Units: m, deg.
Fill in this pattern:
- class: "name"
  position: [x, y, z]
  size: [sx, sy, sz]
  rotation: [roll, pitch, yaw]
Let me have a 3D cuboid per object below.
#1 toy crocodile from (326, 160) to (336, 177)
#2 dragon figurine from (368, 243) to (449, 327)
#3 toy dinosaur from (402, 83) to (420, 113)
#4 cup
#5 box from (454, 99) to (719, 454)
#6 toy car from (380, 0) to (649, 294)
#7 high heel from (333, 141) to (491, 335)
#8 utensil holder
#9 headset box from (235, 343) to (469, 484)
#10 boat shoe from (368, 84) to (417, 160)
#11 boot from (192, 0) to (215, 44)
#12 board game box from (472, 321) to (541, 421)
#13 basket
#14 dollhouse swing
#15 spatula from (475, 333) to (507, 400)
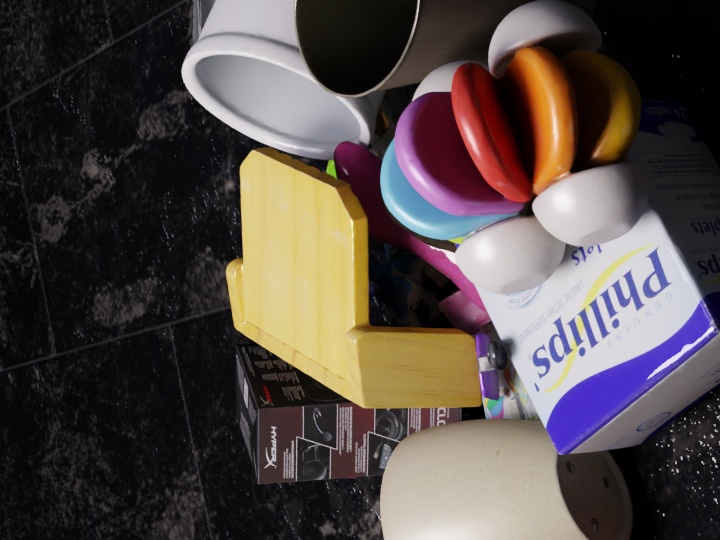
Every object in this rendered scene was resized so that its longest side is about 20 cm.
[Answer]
- class: "toy crocodile"
  position: [-0.024, -0.050, 1.793]
  size: [0.200, 0.062, 0.068]
  rotation: [-52, 20, 43]
- class: "dragon figurine"
  position: [0.029, -0.004, 1.684]
  size: [0.099, 0.059, 0.200]
  rotation: [43, 159, 20]
- class: "toy dinosaur"
  position: [0.075, -0.123, 1.579]
  size: [0.200, 0.077, 0.103]
  rotation: [-127, 37, -54]
- class: "cup"
  position: [0.135, 0.200, 1.524]
  size: [0.143, 0.200, 0.201]
  rotation: [-29, 73, 35]
- class: "box"
  position: [0.195, 0.006, 1.404]
  size: [0.184, 0.105, 0.200]
  rotation: [-45, 61, 39]
- class: "toy car"
  position: [0.095, -0.086, 1.322]
  size: [0.200, 0.150, 0.176]
  rotation: [-33, 67, 42]
- class: "high heel"
  position: [0.065, -0.043, 1.549]
  size: [0.200, 0.067, 0.096]
  rotation: [48, 133, -5]
- class: "utensil holder"
  position: [-0.038, -0.222, 1.601]
  size: [0.170, 0.170, 0.200]
  rotation: [-14, 50, 57]
- class: "headset box"
  position: [-0.005, 0.120, 1.675]
  size: [0.149, 0.199, 0.077]
  rotation: [-121, 31, -66]
- class: "boat shoe"
  position: [0.027, -0.111, 1.685]
  size: [0.071, 0.070, 0.201]
  rotation: [-19, 85, 57]
- class: "boot"
  position: [-0.098, -0.264, 1.839]
  size: [0.200, 0.065, 0.165]
  rotation: [28, 129, 54]
- class: "board game box"
  position: [0.141, 0.034, 1.586]
  size: [0.134, 0.034, 0.201]
  rotation: [-14, 86, 56]
- class: "basket"
  position: [0.077, -0.218, 1.466]
  size: [0.180, 0.199, 0.136]
  rotation: [-36, 69, 55]
- class: "dollhouse swing"
  position: [0.000, 0.000, 1.586]
  size: [0.200, 0.181, 0.176]
  rotation: [27, 109, 51]
- class: "spatula"
  position: [0.106, 0.072, 1.501]
  size: [0.200, 0.020, 0.057]
  rotation: [85, 179, -83]
